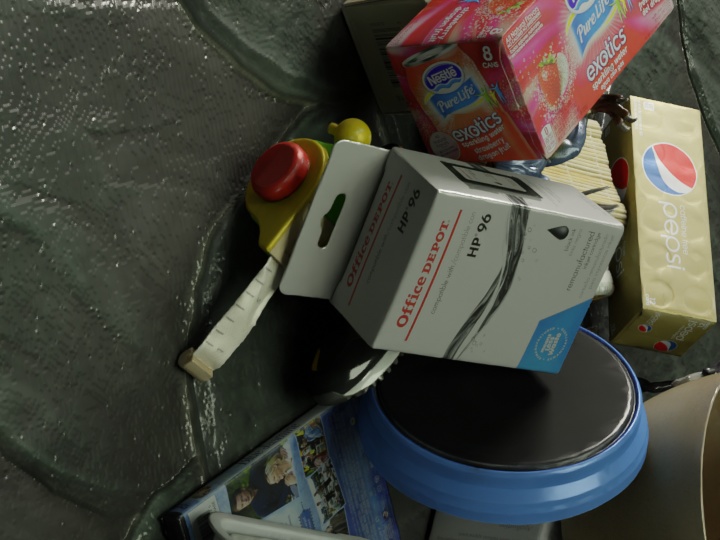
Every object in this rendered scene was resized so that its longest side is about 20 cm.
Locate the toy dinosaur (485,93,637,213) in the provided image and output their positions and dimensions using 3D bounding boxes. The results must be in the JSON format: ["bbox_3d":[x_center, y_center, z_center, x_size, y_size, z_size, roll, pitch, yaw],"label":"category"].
[{"bbox_3d":[0.122,-0.073,1.334,0.181,0.200,0.105,-45,113,-18],"label":"toy dinosaur"}]

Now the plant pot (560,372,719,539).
[{"bbox_3d":[0.223,0.179,1.318,0.200,0.134,0.202,22,63,-54],"label":"plant pot"}]

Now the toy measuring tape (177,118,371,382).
[{"bbox_3d":[-0.062,-0.021,1.199,0.201,0.073,0.074,-53,131,-7],"label":"toy measuring tape"}]

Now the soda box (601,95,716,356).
[{"bbox_3d":[0.239,-0.037,1.483,0.067,0.064,0.202,10,59,-15],"label":"soda box"}]

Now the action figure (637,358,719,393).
[{"bbox_3d":[0.271,0.118,1.429,0.102,0.199,0.120,-39,120,-48],"label":"action figure"}]

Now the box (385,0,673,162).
[{"bbox_3d":[0.119,-0.166,1.250,0.200,0.099,0.096,-48,125,-37],"label":"box"}]

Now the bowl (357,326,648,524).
[{"bbox_3d":[0.097,0.092,1.247,0.200,0.199,0.040,-38,140,-43],"label":"bowl"}]

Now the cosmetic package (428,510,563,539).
[{"bbox_3d":[0.092,0.267,1.337,0.074,0.101,0.202,33,67,-47],"label":"cosmetic package"}]

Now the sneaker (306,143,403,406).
[{"bbox_3d":[0.000,0.000,1.264,0.090,0.070,0.201,47,54,-21],"label":"sneaker"}]

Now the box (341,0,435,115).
[{"bbox_3d":[0.082,-0.203,1.343,0.200,0.077,0.096,-45,122,-41],"label":"box"}]

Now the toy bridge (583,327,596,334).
[{"bbox_3d":[0.195,0.145,1.518,0.067,0.027,0.202,-19,104,-50],"label":"toy bridge"}]

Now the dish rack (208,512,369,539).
[{"bbox_3d":[-0.001,0.223,1.164,0.199,0.171,0.044,21,102,-49],"label":"dish rack"}]

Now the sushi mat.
[{"bbox_3d":[0.131,-0.091,1.409,0.199,0.012,0.096,10,55,-43],"label":"sushi mat"}]

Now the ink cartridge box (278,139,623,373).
[{"bbox_3d":[0.059,-0.007,1.188,0.199,0.068,0.117,9,113,-34],"label":"ink cartridge box"}]

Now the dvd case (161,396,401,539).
[{"bbox_3d":[-0.045,0.182,1.235,0.200,0.017,0.144,-33,115,-46],"label":"dvd case"}]

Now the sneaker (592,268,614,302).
[{"bbox_3d":[0.116,-0.013,1.404,0.199,0.075,0.088,-1,74,-53],"label":"sneaker"}]
